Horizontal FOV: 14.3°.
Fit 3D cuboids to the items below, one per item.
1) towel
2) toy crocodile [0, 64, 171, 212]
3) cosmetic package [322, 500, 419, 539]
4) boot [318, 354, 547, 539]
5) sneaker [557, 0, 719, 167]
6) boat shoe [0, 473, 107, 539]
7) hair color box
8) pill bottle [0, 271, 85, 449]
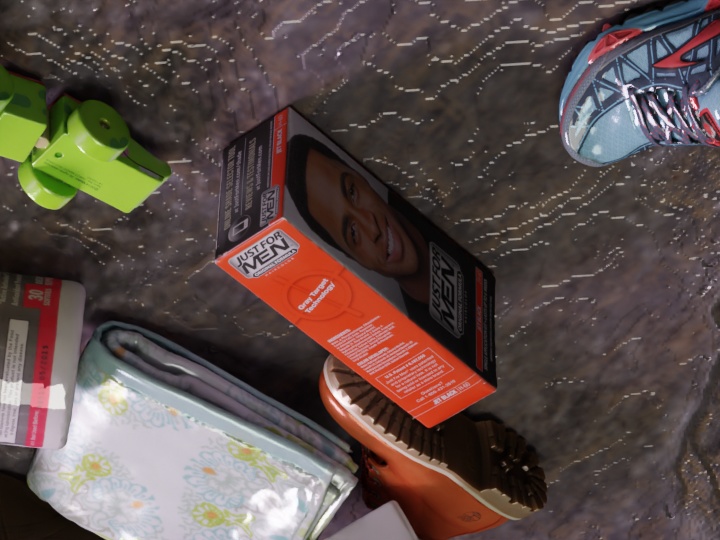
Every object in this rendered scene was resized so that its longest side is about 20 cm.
[{"bbox_3d":[-0.116,0.137,1.918,0.200,0.048,0.171,30,131,0],"label":"towel"},{"bbox_3d":[-0.204,-0.091,1.722,0.200,0.062,0.068,23,131,-28],"label":"toy crocodile"},{"bbox_3d":[-0.038,0.246,1.915,0.200,0.074,0.102,-29,152,-3],"label":"cosmetic package"},{"bbox_3d":[0.024,0.125,1.927,0.107,0.075,0.200,-27,131,32],"label":"boot"},{"bbox_3d":[0.196,-0.110,1.665,0.200,0.096,0.079,-32,127,29],"label":"sneaker"},{"bbox_3d":[-0.232,0.190,1.997,0.200,0.072,0.065,9,136,-15],"label":"boat shoe"},{"bbox_3d":[0.000,0.000,1.776,0.061,0.102,0.200,-31,128,29],"label":"hair color box"},{"bbox_3d":[-0.279,0.050,1.822,0.200,0.111,0.111,7,135,-7],"label":"pill bottle"}]
